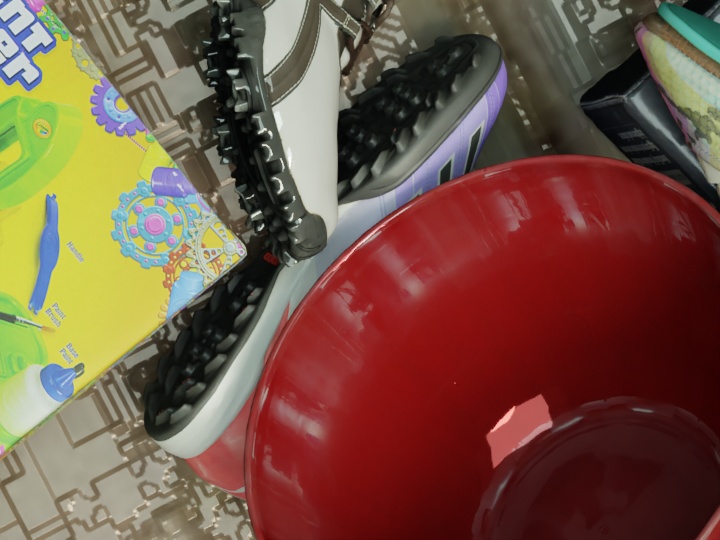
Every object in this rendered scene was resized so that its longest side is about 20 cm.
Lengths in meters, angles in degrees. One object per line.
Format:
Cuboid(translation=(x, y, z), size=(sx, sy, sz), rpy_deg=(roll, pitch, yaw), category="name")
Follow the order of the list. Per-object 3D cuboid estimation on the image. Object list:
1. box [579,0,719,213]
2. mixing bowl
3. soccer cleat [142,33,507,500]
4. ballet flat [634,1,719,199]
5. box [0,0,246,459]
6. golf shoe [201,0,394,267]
Cuboid(translation=(0.224, -0.062, 1.035), size=(0.197, 0.117, 0.200), rpy_deg=(-45, 93, -1), category="box")
Cuboid(translation=(0.071, 0.070, 0.989), size=(0.199, 0.108, 0.201), rpy_deg=(-16, 53, 22), category="mixing bowl")
Cuboid(translation=(0.000, 0.000, 1.061), size=(0.073, 0.068, 0.200), rpy_deg=(38, 86, -25), category="soccer cleat")
Cuboid(translation=(0.177, -0.023, 0.949), size=(0.199, 0.069, 0.071), rpy_deg=(22, 111, -3), category="ballet flat")
Cuboid(translation=(-0.183, -0.017, 0.997), size=(0.192, 0.122, 0.200), rpy_deg=(-39, 92, -16), category="box")
Cuboid(translation=(-0.015, -0.103, 1.029), size=(0.094, 0.078, 0.201), rpy_deg=(-5, 75, -12), category="golf shoe")
